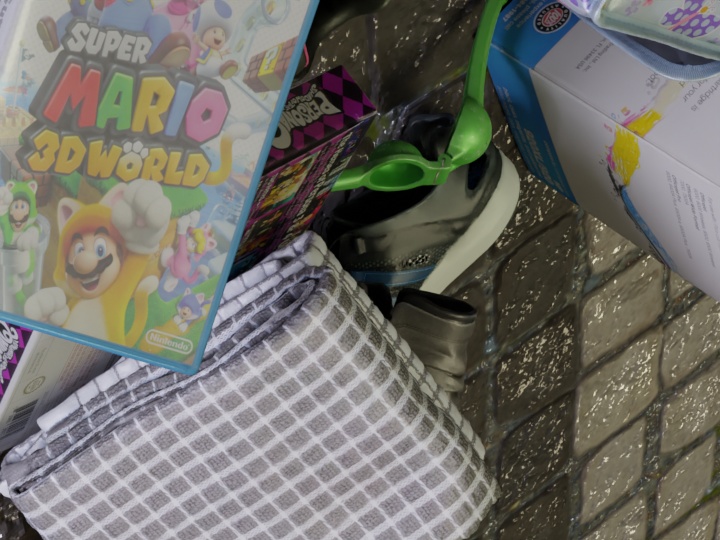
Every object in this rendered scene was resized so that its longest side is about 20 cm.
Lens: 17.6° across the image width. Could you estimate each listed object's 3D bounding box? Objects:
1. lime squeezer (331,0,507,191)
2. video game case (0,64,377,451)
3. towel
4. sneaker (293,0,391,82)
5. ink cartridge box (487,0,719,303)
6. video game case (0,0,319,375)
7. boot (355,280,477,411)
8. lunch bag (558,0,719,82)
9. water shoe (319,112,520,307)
[{"bbox_3d":[0.023,-0.074,1.212,0.200,0.071,0.038,-37,-176,-21],"label":"lime squeezer"},{"bbox_3d":[-0.098,0.000,1.097,0.181,0.036,0.200,-28,164,-32],"label":"video game case"},{"bbox_3d":[-0.054,0.101,1.119,0.200,0.086,0.166,-35,120,8],"label":"towel"},{"bbox_3d":[-0.068,-0.110,1.056,0.200,0.086,0.080,-40,143,-18],"label":"sneaker"},{"bbox_3d":[0.197,-0.092,1.291,0.147,0.200,0.145,-44,145,-13],"label":"ink cartridge box"},{"bbox_3d":[-0.094,-0.068,0.961,0.143,0.018,0.200,19,88,-40],"label":"video game case"},{"bbox_3d":[-0.034,0.066,1.227,0.070,0.200,0.132,-44,133,-75],"label":"boot"},{"bbox_3d":[0.134,-0.182,1.161,0.200,0.170,0.127,6,118,-53],"label":"lunch bag"},{"bbox_3d":[0.000,0.000,1.276,0.079,0.071,0.200,39,88,-30],"label":"water shoe"}]
